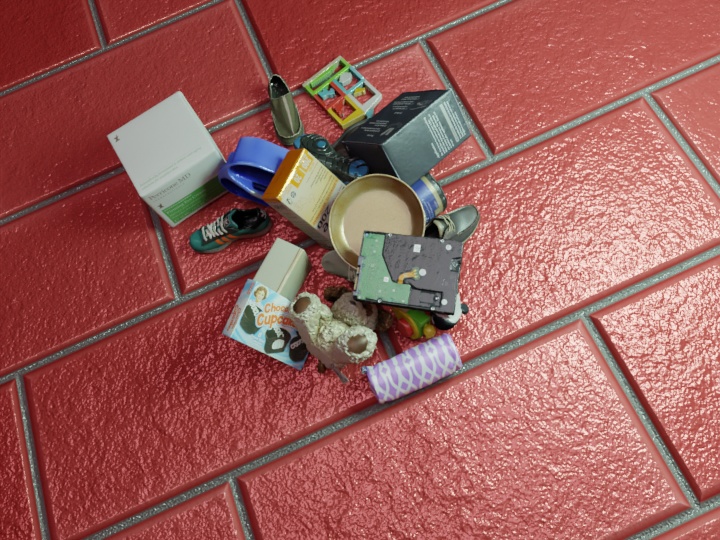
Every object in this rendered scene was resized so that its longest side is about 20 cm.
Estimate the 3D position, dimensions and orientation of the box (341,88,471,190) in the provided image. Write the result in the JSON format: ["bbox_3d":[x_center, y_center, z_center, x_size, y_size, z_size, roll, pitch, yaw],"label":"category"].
[{"bbox_3d":[0.096,-0.289,1.193,0.199,0.118,0.196,-40,28,-12],"label":"box"}]

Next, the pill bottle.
[{"bbox_3d":[0.082,-0.123,1.193,0.199,0.112,0.112,-38,70,-7],"label":"pill bottle"}]

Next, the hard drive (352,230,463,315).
[{"bbox_3d":[0.092,0.003,1.051,0.197,0.038,0.142,7,79,13],"label":"hard drive"}]

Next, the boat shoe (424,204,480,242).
[{"bbox_3d":[0.179,-0.080,1.186,0.199,0.073,0.075,-37,70,-6],"label":"boat shoe"}]

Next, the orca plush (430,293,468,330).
[{"bbox_3d":[0.155,0.062,1.129,0.104,0.071,0.201,15,35,-25],"label":"orca plush"}]

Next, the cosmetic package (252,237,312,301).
[{"bbox_3d":[-0.187,0.044,1.173,0.072,0.104,0.202,23,76,14],"label":"cosmetic package"}]

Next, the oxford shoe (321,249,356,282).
[{"bbox_3d":[0.000,0.000,1.165,0.198,0.076,0.058,13,41,23],"label":"oxford shoe"}]

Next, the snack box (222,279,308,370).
[{"bbox_3d":[-0.172,0.112,1.098,0.037,0.199,0.117,11,72,44],"label":"snack box"}]

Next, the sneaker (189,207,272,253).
[{"bbox_3d":[-0.306,-0.101,1.250,0.198,0.080,0.072,-19,69,0],"label":"sneaker"}]

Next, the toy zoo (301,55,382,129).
[{"bbox_3d":[-0.038,-0.439,1.370,0.131,0.020,0.200,-39,70,-7],"label":"toy zoo"}]

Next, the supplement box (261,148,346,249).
[{"bbox_3d":[-0.097,-0.150,1.181,0.073,0.199,0.127,7,66,51],"label":"supplement box"}]

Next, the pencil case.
[{"bbox_3d":[0.105,0.196,1.096,0.198,0.086,0.085,-21,103,-1],"label":"pencil case"}]

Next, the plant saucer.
[{"bbox_3d":[0.034,-0.094,1.117,0.197,0.035,0.203,0,88,10],"label":"plant saucer"}]

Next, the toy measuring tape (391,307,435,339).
[{"bbox_3d":[0.087,0.088,1.150,0.074,0.074,0.199,-45,48,-9],"label":"toy measuring tape"}]

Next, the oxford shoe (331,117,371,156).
[{"bbox_3d":[-0.023,-0.281,1.289,0.199,0.073,0.085,-37,72,6],"label":"oxford shoe"}]

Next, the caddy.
[{"bbox_3d":[-0.217,-0.207,1.227,0.198,0.141,0.106,18,63,-27],"label":"caddy"}]

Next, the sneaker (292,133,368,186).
[{"bbox_3d":[-0.071,-0.234,1.222,0.199,0.082,0.073,35,63,18],"label":"sneaker"}]

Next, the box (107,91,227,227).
[{"bbox_3d":[-0.431,-0.256,1.274,0.198,0.172,0.201,-33,69,-5],"label":"box"}]

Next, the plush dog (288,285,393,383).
[{"bbox_3d":[-0.030,0.114,1.120,0.199,0.162,0.172,30,52,23],"label":"plush dog"}]

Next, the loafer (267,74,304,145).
[{"bbox_3d":[-0.194,-0.398,1.349,0.074,0.070,0.202,-21,69,-1],"label":"loafer"}]
